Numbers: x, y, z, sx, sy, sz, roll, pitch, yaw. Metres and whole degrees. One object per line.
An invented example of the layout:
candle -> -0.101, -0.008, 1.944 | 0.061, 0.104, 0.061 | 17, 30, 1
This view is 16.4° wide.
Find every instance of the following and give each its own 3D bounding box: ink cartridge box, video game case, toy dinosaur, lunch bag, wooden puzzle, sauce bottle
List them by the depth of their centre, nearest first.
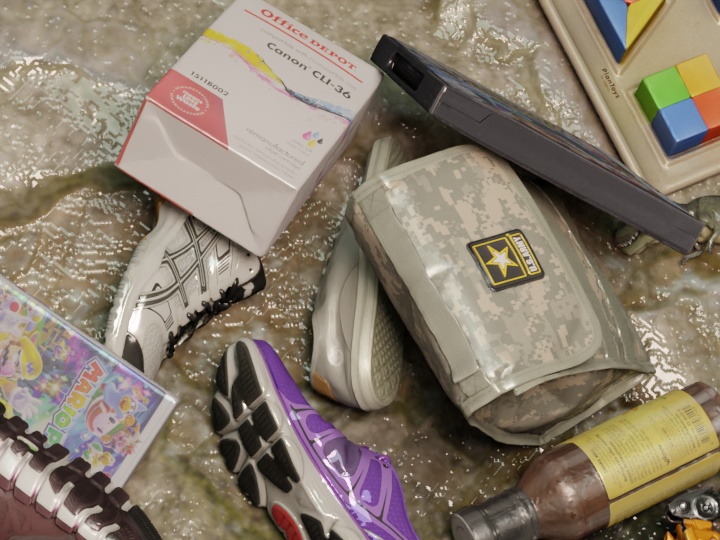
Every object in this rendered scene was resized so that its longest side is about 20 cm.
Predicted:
video game case -> -0.233, 0.084, 1.576 | 0.199, 0.018, 0.144 | 34, 92, 4
lunch bag -> 0.085, 0.015, 1.593 | 0.117, 0.200, 0.165 | -34, 73, 19
sauce bottle -> 0.153, 0.136, 1.636 | 0.199, 0.065, 0.065 | -22, 73, -20
video game case -> 0.112, -0.086, 1.643 | 0.199, 0.181, 0.026 | 28, 98, -18
ink cartridge box -> -0.063, -0.109, 1.657 | 0.116, 0.068, 0.200 | 31, 38, 2
toy dinosaur -> 0.280, -0.019, 1.740 | 0.199, 0.048, 0.089 | -7, 62, -17
wooden puzzle -> 0.247, -0.166, 1.793 | 0.199, 0.046, 0.186 | -21, 72, -18

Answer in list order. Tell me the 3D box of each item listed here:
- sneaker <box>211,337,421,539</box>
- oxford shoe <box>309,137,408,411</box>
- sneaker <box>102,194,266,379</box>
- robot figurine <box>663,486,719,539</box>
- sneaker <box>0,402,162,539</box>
sneaker -> -0.024, 0.129, 1.613 | 0.083, 0.081, 0.201 | -28, 82, -37
oxford shoe -> 0.000, 0.000, 1.668 | 0.057, 0.075, 0.201 | -6, 61, 26
sneaker -> -0.108, 0.007, 1.635 | 0.087, 0.076, 0.201 | 22, 65, -1
robot figurine -> 0.280, 0.214, 1.632 | 0.199, 0.058, 0.146 | 8, 66, -8
sneaker -> -0.218, 0.160, 1.538 | 0.200, 0.076, 0.116 | 38, 103, 10
